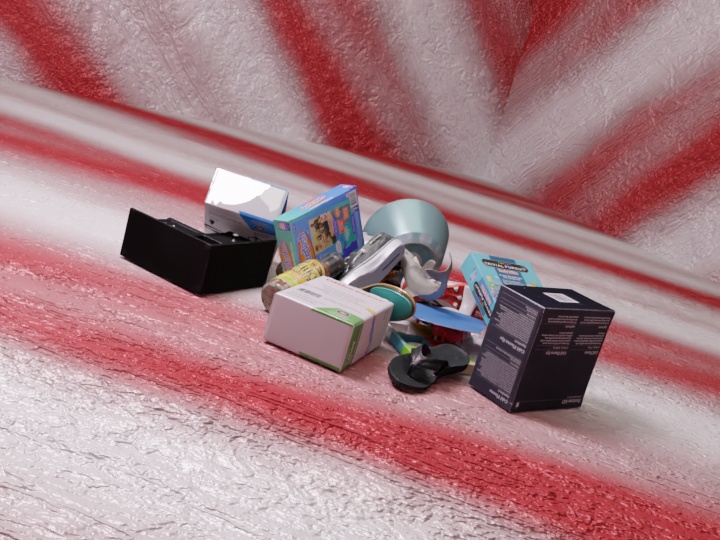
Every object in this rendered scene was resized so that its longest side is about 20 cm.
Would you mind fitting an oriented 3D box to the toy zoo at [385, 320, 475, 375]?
[{"bbox_3d":[0.113,0.130,1.680,0.130,0.021,0.200,11,15,-22],"label":"toy zoo"}]

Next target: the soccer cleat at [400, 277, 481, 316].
[{"bbox_3d":[0.180,0.046,1.988,0.197,0.069,0.085,11,16,-8],"label":"soccer cleat"}]

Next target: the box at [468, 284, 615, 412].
[{"bbox_3d":[0.304,0.129,1.569,0.198,0.184,0.104,5,17,-41],"label":"box"}]

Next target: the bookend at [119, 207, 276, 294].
[{"bbox_3d":[-0.295,-0.041,1.716,0.197,0.093,0.199,24,15,27],"label":"bookend"}]

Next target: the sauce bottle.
[{"bbox_3d":[-0.099,0.017,1.687,0.064,0.065,0.200,22,31,23],"label":"sauce bottle"}]

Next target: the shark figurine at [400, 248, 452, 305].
[{"bbox_3d":[0.114,0.031,1.780,0.088,0.130,0.214,-16,11,-17],"label":"shark figurine"}]

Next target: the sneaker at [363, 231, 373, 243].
[{"bbox_3d":[-0.026,-0.053,2.032,0.086,0.075,0.199,-23,24,-28],"label":"sneaker"}]

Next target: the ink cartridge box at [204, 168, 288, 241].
[{"bbox_3d":[-0.225,-0.097,1.820,0.144,0.085,0.200,16,-27,-1],"label":"ink cartridge box"}]

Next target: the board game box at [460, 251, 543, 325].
[{"bbox_3d":[0.292,0.059,1.780,0.149,0.047,0.201,9,40,-28],"label":"board game box"}]

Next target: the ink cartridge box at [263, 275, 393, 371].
[{"bbox_3d":[-0.048,0.083,1.543,0.143,0.085,0.200,21,15,17],"label":"ink cartridge box"}]

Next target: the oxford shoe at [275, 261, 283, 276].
[{"bbox_3d":[-0.116,-0.005,1.886,0.074,0.071,0.199,-11,2,34],"label":"oxford shoe"}]

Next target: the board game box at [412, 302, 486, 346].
[{"bbox_3d":[0.147,0.102,1.711,0.156,0.039,0.200,15,7,12],"label":"board game box"}]

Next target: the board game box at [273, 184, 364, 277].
[{"bbox_3d":[-0.074,-0.060,1.788,0.045,0.154,0.199,10,28,38],"label":"board game box"}]

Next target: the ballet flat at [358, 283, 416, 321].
[{"bbox_3d":[0.027,0.052,1.667,0.198,0.070,0.063,1,14,37],"label":"ballet flat"}]

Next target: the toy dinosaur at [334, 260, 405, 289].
[{"bbox_3d":[0.020,0.008,1.909,0.134,0.103,0.200,6,28,35],"label":"toy dinosaur"}]

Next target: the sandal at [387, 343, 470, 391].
[{"bbox_3d":[0.113,0.144,1.524,0.075,0.048,0.199,36,29,26],"label":"sandal"}]

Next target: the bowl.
[{"bbox_3d":[0.106,-0.044,2.048,0.198,0.202,0.106,12,33,-16],"label":"bowl"}]

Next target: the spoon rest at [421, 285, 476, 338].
[{"bbox_3d":[0.190,0.094,1.862,0.098,0.061,0.200,20,28,20],"label":"spoon rest"}]

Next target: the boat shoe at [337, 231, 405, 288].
[{"bbox_3d":[0.000,0.000,1.802,0.071,0.073,0.200,32,56,30],"label":"boat shoe"}]
